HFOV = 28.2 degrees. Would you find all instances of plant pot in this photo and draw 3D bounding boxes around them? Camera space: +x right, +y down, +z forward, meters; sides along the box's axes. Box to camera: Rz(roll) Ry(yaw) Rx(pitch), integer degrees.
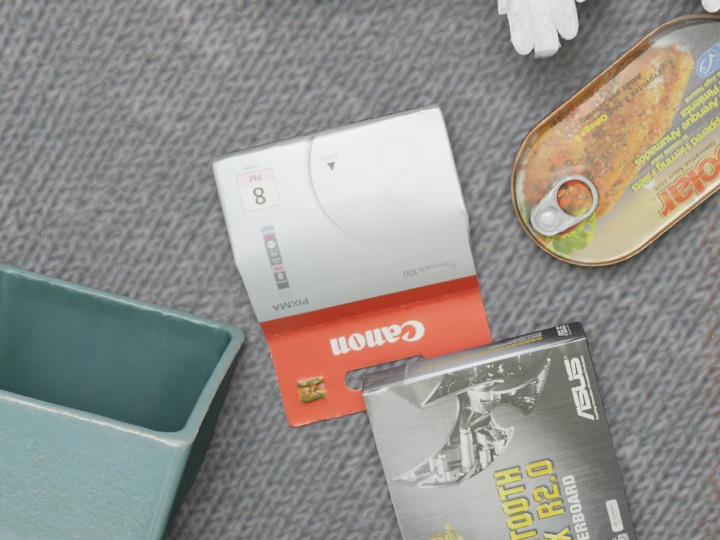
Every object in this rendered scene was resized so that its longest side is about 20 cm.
[{"bbox_3d":[-0.206,0.136,0.957,0.196,0.196,0.200,15,110,1],"label":"plant pot"}]

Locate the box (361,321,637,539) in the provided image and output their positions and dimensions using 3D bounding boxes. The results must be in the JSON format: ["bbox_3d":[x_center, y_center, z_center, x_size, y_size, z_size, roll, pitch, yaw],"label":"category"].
[{"bbox_3d":[0.102,0.150,0.996,0.158,0.048,0.200,-14,102,5],"label":"box"}]

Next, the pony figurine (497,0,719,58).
[{"bbox_3d":[0.152,-0.235,0.865,0.166,0.200,0.193,-11,98,5],"label":"pony figurine"}]

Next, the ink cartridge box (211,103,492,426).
[{"bbox_3d":[0.000,0.000,0.988,0.162,0.057,0.200,-13,93,5],"label":"ink cartridge box"}]

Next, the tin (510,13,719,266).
[{"bbox_3d":[0.192,-0.087,0.968,0.200,0.042,0.112,-38,91,8],"label":"tin"}]
